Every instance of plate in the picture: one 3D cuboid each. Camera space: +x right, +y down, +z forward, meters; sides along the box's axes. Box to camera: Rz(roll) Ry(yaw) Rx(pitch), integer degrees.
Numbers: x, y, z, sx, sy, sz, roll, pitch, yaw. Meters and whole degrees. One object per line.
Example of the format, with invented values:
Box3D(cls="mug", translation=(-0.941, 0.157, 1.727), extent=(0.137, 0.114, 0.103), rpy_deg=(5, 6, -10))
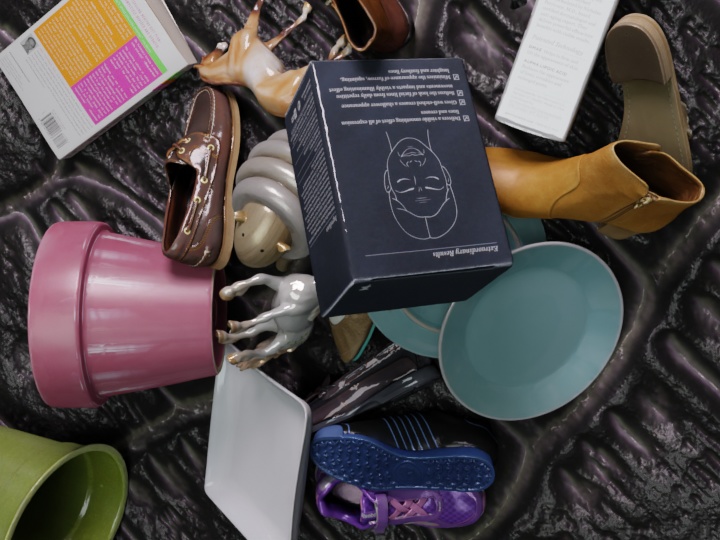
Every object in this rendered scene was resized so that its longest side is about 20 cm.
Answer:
Box3D(cls="plate", translation=(0.168, 0.060, 0.925), extent=(0.198, 0.026, 0.202), rpy_deg=(-7, 117, -14))
Box3D(cls="plate", translation=(0.094, -0.005, 0.928), extent=(0.198, 0.026, 0.202), rpy_deg=(-1, 103, -6))
Box3D(cls="plate", translation=(-0.110, 0.201, 1.023), extent=(0.199, 0.032, 0.202), rpy_deg=(28, 115, 51))

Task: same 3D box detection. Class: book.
Box3D(cls="book", translation=(-0.292, -0.230, 1.017), extent=(0.199, 0.048, 0.134), rpy_deg=(-29, 96, 21))

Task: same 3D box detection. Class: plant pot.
Box3D(cls="plant pot", translation=(-0.240, 0.048, 0.997), extent=(0.177, 0.200, 0.202), rpy_deg=(0, 103, 0))
Box3D(cls="plant pot", translation=(-0.417, 0.270, 1.104), extent=(0.189, 0.200, 0.202), rpy_deg=(18, 107, 23))

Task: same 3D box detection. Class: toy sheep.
Box3D(cls="toy sheep", translation=(-0.059, -0.081, 0.927), extent=(0.137, 0.201, 0.138), rpy_deg=(25, 150, 16))

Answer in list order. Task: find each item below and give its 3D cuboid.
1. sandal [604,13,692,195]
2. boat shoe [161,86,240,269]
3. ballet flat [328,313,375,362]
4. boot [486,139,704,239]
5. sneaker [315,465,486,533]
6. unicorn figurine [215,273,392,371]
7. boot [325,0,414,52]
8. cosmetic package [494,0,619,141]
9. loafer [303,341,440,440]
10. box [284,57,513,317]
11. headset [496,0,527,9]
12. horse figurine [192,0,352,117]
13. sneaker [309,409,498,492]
Box3D(cls="sandal", translation=(0.280, -0.147, 0.857), extent=(0.077, 0.070, 0.213), rpy_deg=(17, 140, 42))
Box3D(cls="boat shoe", translation=(-0.167, -0.102, 0.953), extent=(0.070, 0.070, 0.202), rpy_deg=(-26, 59, 50))
Box3D(cls="ballet flat", translation=(0.000, 0.000, 0.967), extent=(0.072, 0.068, 0.201), rpy_deg=(18, 109, -25))
Box3D(cls="boot", translation=(0.197, -0.089, 0.844), extent=(0.199, 0.144, 0.071), rpy_deg=(19, 74, -3))
Box3D(cls="sneaker", translation=(0.036, 0.251, 1.011), extent=(0.198, 0.088, 0.081), rpy_deg=(6, 103, 13))
Box3D(cls="unicorn figurine", translation=(-0.070, 0.041, 0.921), extent=(0.136, 0.200, 0.075), rpy_deg=(-13, 79, -19))
Box3D(cls="boot", translation=(-0.035, -0.274, 0.849), extent=(0.068, 0.200, 0.189), rpy_deg=(-32, 93, 19))
Box3D(cls="cosmetic package", translation=(0.192, -0.226, 0.850), extent=(0.073, 0.102, 0.202), rpy_deg=(19, 106, 9))
Box3D(cls="loafer", translation=(-0.008, 0.130, 1.012), extent=(0.199, 0.072, 0.063), rpy_deg=(-27, 75, 19))
Box3D(cls="box", translation=(0.029, -0.074, 0.821), extent=(0.147, 0.107, 0.202), rpy_deg=(-5, 72, -20))
Box3D(cls="headset", translation=(0.133, -0.342, 0.843), extent=(0.122, 0.094, 0.202), rpy_deg=(-5, 90, 17))
Box3D(cls="horse figurine", translation=(-0.079, -0.207, 0.933), extent=(0.133, 0.050, 0.200), rpy_deg=(-47, 62, 1))
Box3D(cls="sneaker", translation=(0.047, 0.186, 0.988), extent=(0.198, 0.078, 0.071), rpy_deg=(7, 120, 7))
